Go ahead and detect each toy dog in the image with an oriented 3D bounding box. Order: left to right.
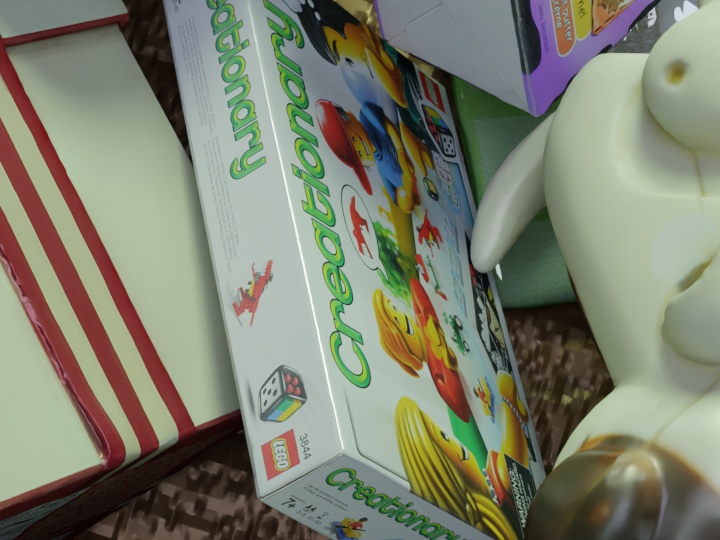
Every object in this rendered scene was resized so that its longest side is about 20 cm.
[{"bbox_3d":[0.107,0.022,0.785,0.193,0.140,0.200,-1,62,22],"label":"toy dog"}]

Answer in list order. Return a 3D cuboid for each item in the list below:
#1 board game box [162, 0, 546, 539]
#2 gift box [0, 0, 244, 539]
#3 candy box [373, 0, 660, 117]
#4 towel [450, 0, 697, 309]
[{"bbox_3d":[0.000,0.000,0.832,0.035,0.126,0.200,-29,53,23],"label":"board game box"},{"bbox_3d":[-0.166,0.012,0.807,0.200,0.184,0.187,-32,82,33],"label":"gift box"},{"bbox_3d":[0.084,-0.178,0.858,0.071,0.168,0.200,30,60,33],"label":"candy box"},{"bbox_3d":[0.131,-0.070,0.934,0.199,0.031,0.150,-9,78,-5],"label":"towel"}]
